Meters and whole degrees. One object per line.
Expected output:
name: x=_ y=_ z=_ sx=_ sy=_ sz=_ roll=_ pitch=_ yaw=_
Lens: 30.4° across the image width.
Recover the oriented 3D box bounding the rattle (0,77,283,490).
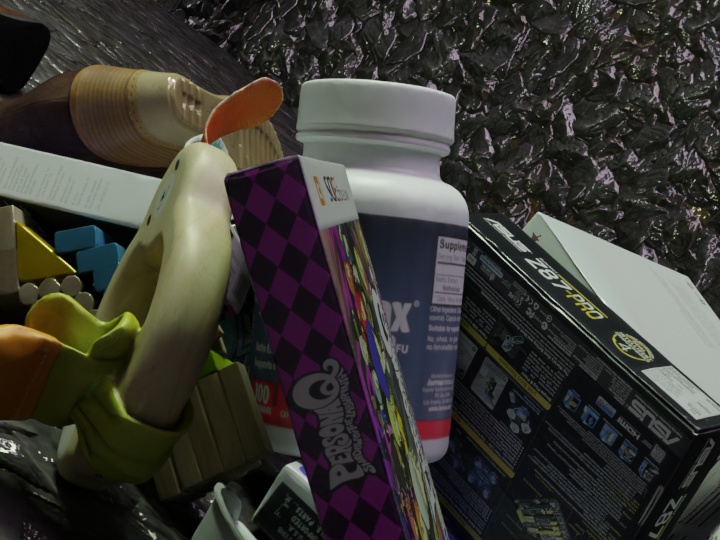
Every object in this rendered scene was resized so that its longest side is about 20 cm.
rattle: x=-0.120 y=-0.018 z=0.573 sx=0.141 sy=0.203 sz=0.130 roll=16 pitch=-21 yaw=-7

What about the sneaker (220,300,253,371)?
sneaker: x=-0.126 y=-0.002 z=0.856 sx=0.200 sy=0.078 sz=0.086 roll=43 pitch=11 yaw=25

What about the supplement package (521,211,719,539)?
supplement package: x=0.173 y=0.098 z=0.896 sx=0.199 sy=0.147 sz=0.192 roll=18 pitch=33 yaw=-45

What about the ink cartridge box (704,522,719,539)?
ink cartridge box: x=0.207 y=0.211 z=0.755 sx=0.084 sy=0.201 sz=0.146 roll=40 pitch=7 yaw=14

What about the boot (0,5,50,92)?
boot: x=-0.376 y=-0.232 z=1.124 sx=0.199 sy=0.069 sz=0.188 roll=34 pitch=14 yaw=9

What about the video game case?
video game case: x=-0.002 y=0.053 z=0.567 sx=0.181 sy=0.035 sz=0.203 roll=-31 pitch=105 yaw=-84

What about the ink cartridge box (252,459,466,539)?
ink cartridge box: x=0.046 y=0.178 z=0.756 sx=0.198 sy=0.044 sz=0.200 roll=41 pitch=9 yaw=11

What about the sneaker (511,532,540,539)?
sneaker: x=0.059 y=0.183 z=0.598 sx=0.087 sy=0.076 sz=0.199 roll=38 pitch=23 yaw=16

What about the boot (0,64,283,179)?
boot: x=-0.147 y=-0.069 z=0.817 sx=0.164 sy=0.074 sz=0.200 roll=-6 pitch=-19 yaw=20

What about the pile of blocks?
pile of blocks: x=-0.114 y=0.033 z=0.672 sx=0.200 sy=0.082 sz=0.062 roll=44 pitch=-1 yaw=17

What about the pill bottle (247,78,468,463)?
pill bottle: x=0.000 y=0.000 z=0.746 sx=0.117 sy=0.204 sz=0.120 roll=5 pitch=0 yaw=0

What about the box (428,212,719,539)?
box: x=0.099 y=0.088 z=0.768 sx=0.049 sy=0.163 sz=0.200 roll=-3 pitch=36 yaw=-45

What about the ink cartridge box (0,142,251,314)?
ink cartridge box: x=-0.160 y=-0.030 z=0.726 sx=0.197 sy=0.038 sz=0.095 roll=16 pitch=-20 yaw=17

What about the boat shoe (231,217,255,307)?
boat shoe: x=-0.031 y=0.004 z=0.837 sx=0.200 sy=0.072 sz=0.061 roll=8 pitch=60 yaw=-48

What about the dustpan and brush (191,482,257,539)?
dustpan and brush: x=-0.033 y=0.135 z=0.549 sx=0.139 sy=0.057 sz=0.200 roll=43 pitch=8 yaw=20
